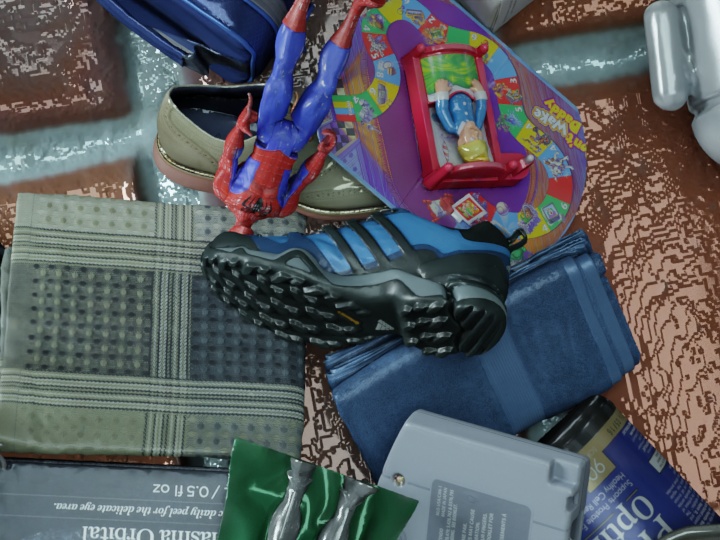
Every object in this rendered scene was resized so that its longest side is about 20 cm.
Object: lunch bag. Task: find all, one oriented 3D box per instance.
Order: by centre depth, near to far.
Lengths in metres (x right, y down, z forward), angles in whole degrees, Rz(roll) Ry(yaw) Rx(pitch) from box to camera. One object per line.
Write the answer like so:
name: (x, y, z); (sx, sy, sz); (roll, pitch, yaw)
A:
lunch bag: (-0.112, -0.208, 1.233); (0.200, 0.136, 0.132); (34, 82, 1)

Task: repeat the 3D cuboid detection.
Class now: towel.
towel: (-0.134, 0.038, 1.214); (0.200, 0.035, 0.193); (5, 59, -9)
towel: (0.080, 0.064, 1.235); (0.200, 0.049, 0.112); (-28, 118, -6)

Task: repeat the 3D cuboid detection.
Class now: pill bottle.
pill bottle: (0.181, 0.186, 1.205); (0.112, 0.112, 0.200); (-43, 86, -8)

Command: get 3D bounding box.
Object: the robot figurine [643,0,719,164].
robot figurine: (0.269, -0.149, 1.256); (0.169, 0.113, 0.200); (-7, 82, -12)

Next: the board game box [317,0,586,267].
board game box: (0.072, -0.098, 1.240); (0.200, 0.039, 0.158); (40, 62, -8)

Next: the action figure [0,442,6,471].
action figure: (-0.288, 0.072, 1.145); (0.200, 0.069, 0.130); (28, 103, 24)

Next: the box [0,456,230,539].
box: (-0.139, 0.220, 1.181); (0.196, 0.117, 0.201); (3, 83, -3)

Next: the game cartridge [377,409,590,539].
game cartridge: (0.068, 0.188, 1.177); (0.133, 0.040, 0.200); (13, 114, 18)

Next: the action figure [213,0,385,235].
action figure: (-0.047, -0.092, 1.185); (0.065, 0.052, 0.200); (14, 119, -18)

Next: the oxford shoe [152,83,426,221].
oxford shoe: (-0.038, -0.082, 1.243); (0.199, 0.074, 0.071); (4, 60, -4)

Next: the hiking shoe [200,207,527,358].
hiking shoe: (0.000, 0.000, 1.194); (0.200, 0.074, 0.087); (10, 51, 9)

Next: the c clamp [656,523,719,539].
c clamp: (0.244, 0.227, 1.139); (0.170, 0.027, 0.201); (1, 95, -8)

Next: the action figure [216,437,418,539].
action figure: (-0.050, 0.212, 1.105); (0.118, 0.055, 0.200); (19, 85, -5)

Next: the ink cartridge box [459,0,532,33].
ink cartridge box: (0.118, -0.285, 1.282); (0.200, 0.083, 0.147); (-40, 85, -8)

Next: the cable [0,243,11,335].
cable: (-0.316, 0.035, 1.230); (0.200, 0.051, 0.164); (-15, 83, -6)
